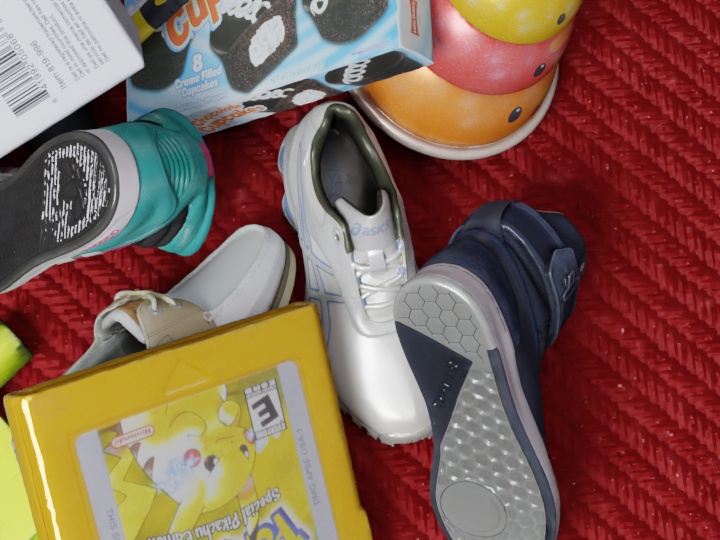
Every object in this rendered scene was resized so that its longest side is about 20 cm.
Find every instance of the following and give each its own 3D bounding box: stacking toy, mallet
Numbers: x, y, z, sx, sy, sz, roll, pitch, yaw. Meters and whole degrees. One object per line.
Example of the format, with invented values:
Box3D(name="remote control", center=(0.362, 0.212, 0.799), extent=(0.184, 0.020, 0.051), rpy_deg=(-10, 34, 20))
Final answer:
Box3D(name="stacking toy", center=(0.077, -0.158, 0.815), extent=(0.145, 0.200, 0.148), rpy_deg=(5, 72, -17))
Box3D(name="mallet", center=(-0.121, -0.130, 0.843), extent=(0.199, 0.041, 0.066), rpy_deg=(-32, 79, 21))

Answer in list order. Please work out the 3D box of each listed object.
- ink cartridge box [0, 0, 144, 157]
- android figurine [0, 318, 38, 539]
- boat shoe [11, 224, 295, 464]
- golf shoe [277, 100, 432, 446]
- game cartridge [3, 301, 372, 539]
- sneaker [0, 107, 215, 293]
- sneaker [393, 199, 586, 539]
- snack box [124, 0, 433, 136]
Box3D(name="ink cartridge box", center=(-0.233, -0.122, 0.770), extent=(0.199, 0.083, 0.147), rpy_deg=(-31, 113, 2))
Box3D(name="android figurine", center=(-0.243, 0.125, 0.820), extent=(0.200, 0.041, 0.182), rpy_deg=(-42, 83, -14))
Box3D(name="boat shoe", center=(-0.108, 0.043, 0.810), extent=(0.069, 0.074, 0.201), rpy_deg=(50, 59, -27))
Box3D(name="golf shoe", center=(0.000, 0.000, 0.837), extent=(0.078, 0.097, 0.202), rpy_deg=(-18, 81, -10))
Box3D(name="game cartridge", center=(-0.077, 0.135, 0.774), extent=(0.175, 0.032, 0.202), rpy_deg=(-18, 97, -30))
Box3D(name="sneaker", center=(-0.151, -0.039, 0.828), extent=(0.120, 0.199, 0.084), rpy_deg=(-10, 88, -46))
Box3D(name="sneaker", center=(0.088, 0.060, 0.840), extent=(0.076, 0.146, 0.204), rpy_deg=(1, 118, 26))
Box3D(name="snack box", center=(-0.052, -0.150, 0.838), extent=(0.199, 0.037, 0.117), rpy_deg=(-13, 74, 35))
